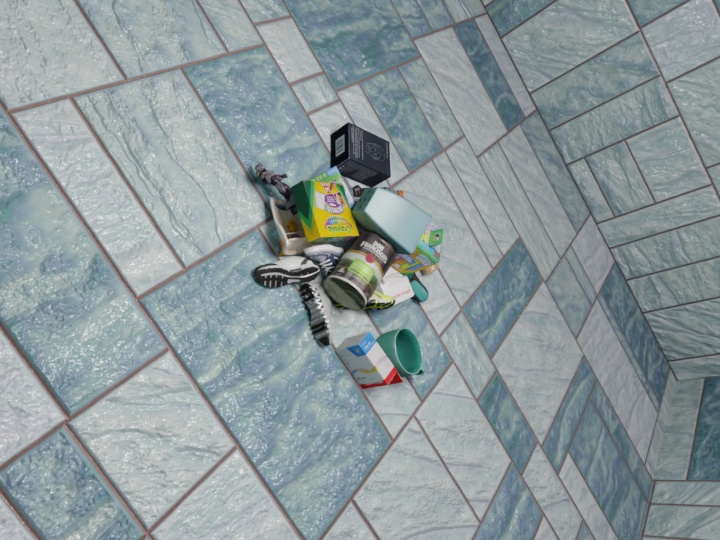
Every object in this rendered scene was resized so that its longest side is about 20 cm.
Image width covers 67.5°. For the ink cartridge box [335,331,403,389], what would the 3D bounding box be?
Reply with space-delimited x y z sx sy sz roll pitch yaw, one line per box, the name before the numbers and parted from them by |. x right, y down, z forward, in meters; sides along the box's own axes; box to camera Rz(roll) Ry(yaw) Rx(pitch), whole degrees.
ink cartridge box | 0.029 0.296 1.669 0.200 0.116 0.067 55 46 -12

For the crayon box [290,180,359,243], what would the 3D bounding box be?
crayon box | -0.101 -0.173 1.601 0.200 0.058 0.173 -9 78 -57

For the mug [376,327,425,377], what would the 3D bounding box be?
mug | 0.119 0.286 1.751 0.152 0.114 0.185 -33 101 -54

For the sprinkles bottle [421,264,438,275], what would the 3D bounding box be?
sprinkles bottle | 0.222 -0.084 2.027 0.068 0.068 0.200 -34 99 -44

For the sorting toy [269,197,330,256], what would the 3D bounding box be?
sorting toy | -0.199 -0.147 1.645 0.200 0.107 0.180 -12 76 -44

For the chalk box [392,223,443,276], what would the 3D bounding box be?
chalk box | 0.187 -0.087 1.785 0.124 0.200 0.125 35 50 -29

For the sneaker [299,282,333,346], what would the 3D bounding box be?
sneaker | -0.115 0.128 1.636 0.081 0.075 0.200 -10 82 -53

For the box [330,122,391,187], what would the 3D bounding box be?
box | 0.001 -0.408 1.916 0.200 0.107 0.149 16 64 -38

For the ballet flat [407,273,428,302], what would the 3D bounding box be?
ballet flat | 0.174 0.030 1.945 0.200 0.073 0.073 54 47 -15

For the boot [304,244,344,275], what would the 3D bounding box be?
boot | -0.101 -0.026 1.675 0.200 0.073 0.091 3 75 -62

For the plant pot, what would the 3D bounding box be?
plant pot | 0.085 -0.164 1.675 0.200 0.141 0.141 35 78 -24

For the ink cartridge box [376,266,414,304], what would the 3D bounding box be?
ink cartridge box | 0.080 0.021 1.843 0.145 0.084 0.200 -21 88 -45

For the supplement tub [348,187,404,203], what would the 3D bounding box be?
supplement tub | 0.044 -0.218 1.811 0.199 0.123 0.123 -3 73 -3

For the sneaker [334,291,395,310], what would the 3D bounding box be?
sneaker | 0.016 0.081 1.725 0.200 0.075 0.077 5 64 -12

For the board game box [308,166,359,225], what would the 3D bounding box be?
board game box | -0.098 -0.210 1.730 0.200 0.151 0.037 62 5 -7

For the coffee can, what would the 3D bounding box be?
coffee can | 0.000 0.000 1.656 0.146 0.146 0.200 46 58 -20

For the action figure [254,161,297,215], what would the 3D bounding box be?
action figure | -0.241 -0.257 1.614 0.200 0.069 0.130 42 19 -3

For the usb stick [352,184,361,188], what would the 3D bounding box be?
usb stick | 0.023 -0.209 1.913 0.055 0.033 0.200 -36 100 -45

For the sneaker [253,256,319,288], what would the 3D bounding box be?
sneaker | -0.224 -0.001 1.593 0.200 0.074 0.080 -3 38 -35
